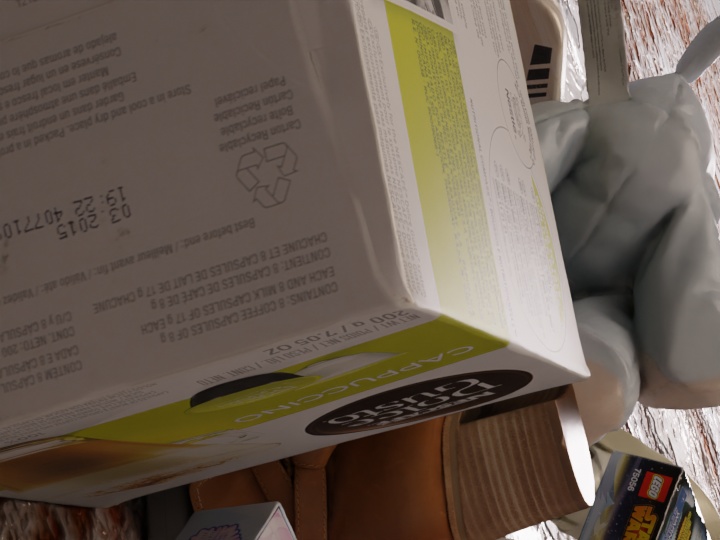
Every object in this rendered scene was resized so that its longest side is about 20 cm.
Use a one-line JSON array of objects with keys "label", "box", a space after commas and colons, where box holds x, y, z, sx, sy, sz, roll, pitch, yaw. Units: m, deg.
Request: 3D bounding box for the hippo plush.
[{"label": "hippo plush", "box": [0.079, -0.014, 1.064, 0.161, 0.158, 0.201, 137, -43, -75]}]

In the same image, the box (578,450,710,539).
[{"label": "box", "box": [0.113, 0.203, 1.144, 0.201, 0.040, 0.137, -66, 154, -22]}]

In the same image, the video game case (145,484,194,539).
[{"label": "video game case", "box": [-0.045, 0.078, 1.055, 0.182, 0.022, 0.201, 46, 34, -57]}]

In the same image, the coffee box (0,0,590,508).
[{"label": "coffee box", "box": [-0.058, -0.043, 0.828, 0.198, 0.199, 0.201, 23, 53, -68]}]

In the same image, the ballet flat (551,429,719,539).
[{"label": "ballet flat", "box": [0.096, 0.100, 1.273, 0.200, 0.070, 0.069, 34, 20, 4]}]

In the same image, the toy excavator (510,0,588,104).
[{"label": "toy excavator", "box": [0.104, -0.077, 1.336, 0.100, 0.194, 0.201, -30, 132, -70]}]

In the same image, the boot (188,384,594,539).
[{"label": "boot", "box": [-0.006, 0.017, 0.941, 0.074, 0.154, 0.201, 15, 62, -74]}]

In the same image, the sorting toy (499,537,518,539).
[{"label": "sorting toy", "box": [0.092, 0.236, 1.263, 0.200, 0.106, 0.181, 28, 68, -66]}]

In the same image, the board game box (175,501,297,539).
[{"label": "board game box", "box": [-0.045, 0.219, 0.842, 0.200, 0.041, 0.201, -54, 128, -50]}]
